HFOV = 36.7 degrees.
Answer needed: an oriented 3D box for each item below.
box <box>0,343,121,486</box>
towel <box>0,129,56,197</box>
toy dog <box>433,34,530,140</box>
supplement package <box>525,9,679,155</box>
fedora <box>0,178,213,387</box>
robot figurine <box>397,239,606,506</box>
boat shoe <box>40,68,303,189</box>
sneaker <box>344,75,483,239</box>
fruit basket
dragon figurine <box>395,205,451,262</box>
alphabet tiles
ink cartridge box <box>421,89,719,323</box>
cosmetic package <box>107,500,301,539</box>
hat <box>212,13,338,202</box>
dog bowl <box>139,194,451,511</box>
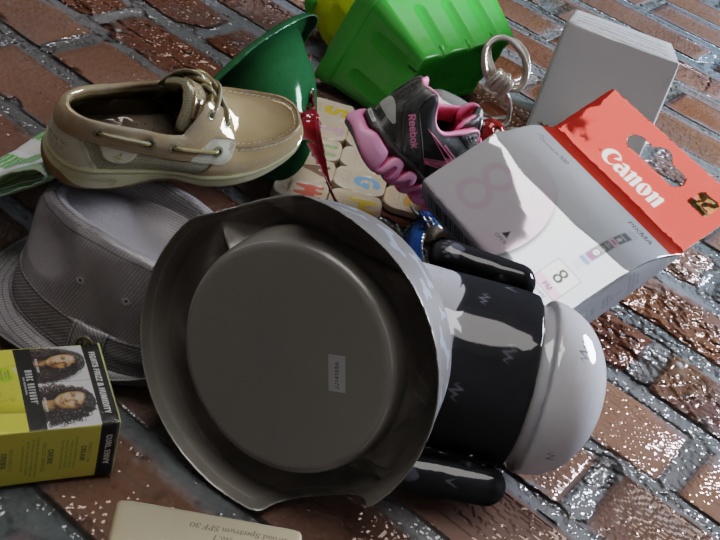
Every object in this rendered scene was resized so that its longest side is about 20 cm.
[{"bbox_3d":[-0.246,0.088,0.626,0.199,0.050,0.075,-2,40,-25],"label":"box"},{"bbox_3d":[-0.228,-0.099,0.840,0.152,0.023,0.200,-10,21,34],"label":"towel"},{"bbox_3d":[0.140,-0.112,1.018,0.200,0.096,0.132,44,76,-11],"label":"toy dog"},{"bbox_3d":[0.250,-0.191,1.122,0.117,0.117,0.200,23,21,6],"label":"supplement package"},{"bbox_3d":[-0.165,-0.008,0.756,0.199,0.091,0.177,27,36,14],"label":"fedora"},{"bbox_3d":[0.064,0.065,0.731,0.199,0.151,0.125,15,10,-2],"label":"robot figurine"},{"bbox_3d":[-0.120,-0.104,0.758,0.199,0.065,0.072,-9,59,-34],"label":"boat shoe"},{"bbox_3d":[0.077,-0.095,0.919,0.200,0.095,0.079,34,20,-46],"label":"sneaker"},{"bbox_3d":[0.031,-0.271,1.165,0.215,0.156,0.216,18,47,-20],"label":"fruit basket"},{"bbox_3d":[0.000,0.000,0.843,0.199,0.059,0.100,-8,42,-33],"label":"dragon figurine"},{"bbox_3d":[-0.019,-0.106,1.018,0.195,0.015,0.200,17,35,-2],"label":"alphabet tiles"},{"bbox_3d":[0.174,-0.058,0.849,0.200,0.057,0.163,-35,62,-8],"label":"ink cartridge box"},{"bbox_3d":[-0.087,0.213,0.507,0.103,0.073,0.200,11,35,-9],"label":"cosmetic package"},{"bbox_3d":[-0.050,-0.098,0.930,0.176,0.166,0.200,46,41,0],"label":"hat"},{"bbox_3d":[-0.035,0.048,0.656,0.200,0.201,0.059,30,23,17],"label":"dog bowl"}]
